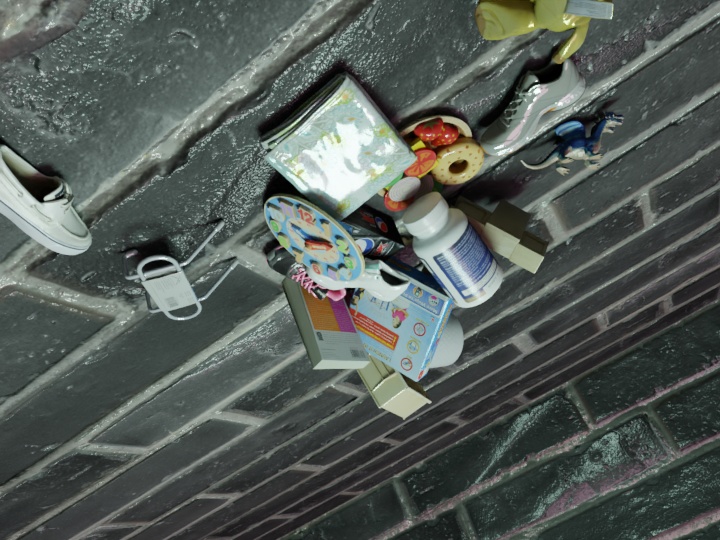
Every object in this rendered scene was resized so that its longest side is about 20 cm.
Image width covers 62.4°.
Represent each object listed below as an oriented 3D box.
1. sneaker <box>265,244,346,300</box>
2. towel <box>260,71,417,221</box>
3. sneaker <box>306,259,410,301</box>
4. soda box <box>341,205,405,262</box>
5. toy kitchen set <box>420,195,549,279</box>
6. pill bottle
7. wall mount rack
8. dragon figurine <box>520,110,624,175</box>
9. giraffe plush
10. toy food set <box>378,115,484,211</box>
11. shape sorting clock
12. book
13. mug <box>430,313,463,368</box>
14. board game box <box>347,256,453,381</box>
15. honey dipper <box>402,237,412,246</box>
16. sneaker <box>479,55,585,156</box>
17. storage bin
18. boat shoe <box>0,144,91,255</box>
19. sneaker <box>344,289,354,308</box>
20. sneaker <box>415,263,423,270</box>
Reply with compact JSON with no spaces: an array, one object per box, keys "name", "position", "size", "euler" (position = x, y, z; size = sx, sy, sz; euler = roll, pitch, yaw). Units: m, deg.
[{"name":"sneaker","position":[-0.094,0.008,1.135],"size":[0.079,0.096,0.199],"euler":[-38,146,26]},{"name":"towel","position":[-0.030,-0.177,0.895],"size":[0.170,0.049,0.200],"euler":[-34,134,17]},{"name":"sneaker","position":[0.000,0.000,1.104],"size":[0.197,0.076,0.088],"euler":[14,160,-21]},{"name":"soda box","position":[-0.005,-0.076,1.089],"size":[0.063,0.072,0.199],"euler":[-36,148,26]},{"name":"toy kitchen set","position":[0.258,-0.037,1.219],"size":[0.163,0.198,0.182],"euler":[-43,159,-57]},{"name":"pill bottle","position":[0.163,-0.039,1.071],"size":[0.110,0.111,0.201],"euler":[-33,115,16]},{"name":"wall mount rack","position":[-0.295,0.000,1.005],"size":[0.171,0.075,0.201],"euler":[-16,149,-8]},{"name":"dragon figurine","position":[0.401,-0.242,1.134],"size":[0.197,0.101,0.059],"euler":[-9,154,13]},{"name":"giraffe plush","position":[0.254,-0.378,0.742],"size":[0.162,0.199,0.174],"euler":[-42,157,-30]},{"name":"toy food set","position":[0.108,-0.182,1.028],"size":[0.197,0.049,0.199],"euler":[-34,149,17]},{"name":"shape sorting clock","position":[-0.079,-0.048,0.983],"size":[0.039,0.198,0.201],"euler":[-52,163,-29]},{"name":"book","position":[-0.067,0.100,1.191],"size":[0.132,0.202,0.048],"euler":[10,136,-44]},{"name":"mug","position":[0.159,0.151,1.513],"size":[0.174,0.147,0.203],"euler":[2,109,-40]},{"name":"board game box","position":[0.075,0.090,1.219],"size":[0.056,0.198,0.198],"euler":[-21,135,-57]},{"name":"honey dipper","position":[0.166,-0.062,1.273],"size":[0.197,0.038,0.038],"euler":[-6,146,-26]},{"name":"sneaker","position":[0.271,-0.279,0.983],"size":[0.199,0.076,0.092],"euler":[-41,140,12]},{"name":"storage bin","position":[0.073,0.274,1.572],"size":[0.093,0.200,0.200],"euler":[-37,149,7]},{"name":"boat shoe","position":[-0.412,-0.091,0.777],"size":[0.069,0.072,0.200],"euler":[-25,144,7]},{"name":"sneaker","position":[0.016,0.081,1.354],"size":[0.197,0.075,0.088],"euler":[-15,149,-6]},{"name":"sneaker","position":[0.189,0.013,1.364],"size":[0.198,0.081,0.070],"euler":[-29,152,11]}]
